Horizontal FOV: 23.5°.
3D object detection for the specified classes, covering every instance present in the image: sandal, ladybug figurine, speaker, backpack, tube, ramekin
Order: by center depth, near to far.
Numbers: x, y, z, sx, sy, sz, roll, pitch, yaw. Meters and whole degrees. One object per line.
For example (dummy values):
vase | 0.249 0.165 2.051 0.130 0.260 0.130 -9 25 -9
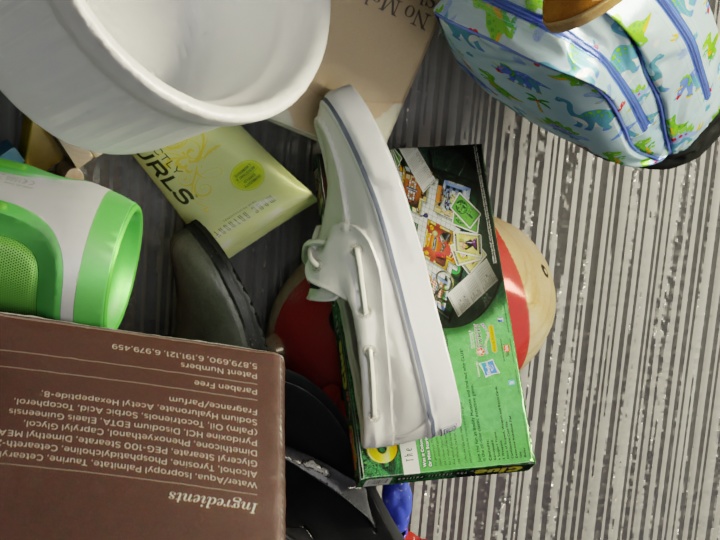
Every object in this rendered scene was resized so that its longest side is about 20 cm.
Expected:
ramekin | -0.117 -0.157 0.892 0.200 0.098 0.201 22 59 -42
speaker | -0.220 -0.021 0.908 0.199 0.088 0.089 12 100 2
backpack | 0.121 -0.142 0.963 0.154 0.163 0.200 -47 157 -18
tube | -0.112 -0.089 0.992 0.200 0.058 0.052 50 60 -28
sandal | -0.024 0.134 1.002 0.076 0.043 0.200 -31 108 18
ladybug figurine | 0.037 0.034 1.076 0.199 0.072 0.136 -15 110 -18

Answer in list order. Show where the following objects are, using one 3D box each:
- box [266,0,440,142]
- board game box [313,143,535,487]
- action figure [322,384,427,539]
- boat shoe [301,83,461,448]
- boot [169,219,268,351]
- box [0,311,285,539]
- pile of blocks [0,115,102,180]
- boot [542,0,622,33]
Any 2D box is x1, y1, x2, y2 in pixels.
box | -0.002 -0.174 0.999 0.095 0.078 0.201 19 96 -27
board game box | 0.035 0.023 1.013 0.104 0.023 0.201 -3 70 -13
action figure | 0.010 0.170 1.067 0.065 0.099 0.200 -2 137 10
boat shoe | 0.000 0.000 0.949 0.065 0.074 0.201 -16 88 -6
boot | -0.119 0.080 1.023 0.130 0.068 0.201 -19 117 -16
box | -0.134 0.154 0.875 0.164 0.200 0.166 10 138 -13
pile of blocks | -0.188 -0.011 0.975 0.082 0.062 0.201 1 103 -23
boot | 0.107 -0.227 0.817 0.144 0.071 0.201 46 64 -28
